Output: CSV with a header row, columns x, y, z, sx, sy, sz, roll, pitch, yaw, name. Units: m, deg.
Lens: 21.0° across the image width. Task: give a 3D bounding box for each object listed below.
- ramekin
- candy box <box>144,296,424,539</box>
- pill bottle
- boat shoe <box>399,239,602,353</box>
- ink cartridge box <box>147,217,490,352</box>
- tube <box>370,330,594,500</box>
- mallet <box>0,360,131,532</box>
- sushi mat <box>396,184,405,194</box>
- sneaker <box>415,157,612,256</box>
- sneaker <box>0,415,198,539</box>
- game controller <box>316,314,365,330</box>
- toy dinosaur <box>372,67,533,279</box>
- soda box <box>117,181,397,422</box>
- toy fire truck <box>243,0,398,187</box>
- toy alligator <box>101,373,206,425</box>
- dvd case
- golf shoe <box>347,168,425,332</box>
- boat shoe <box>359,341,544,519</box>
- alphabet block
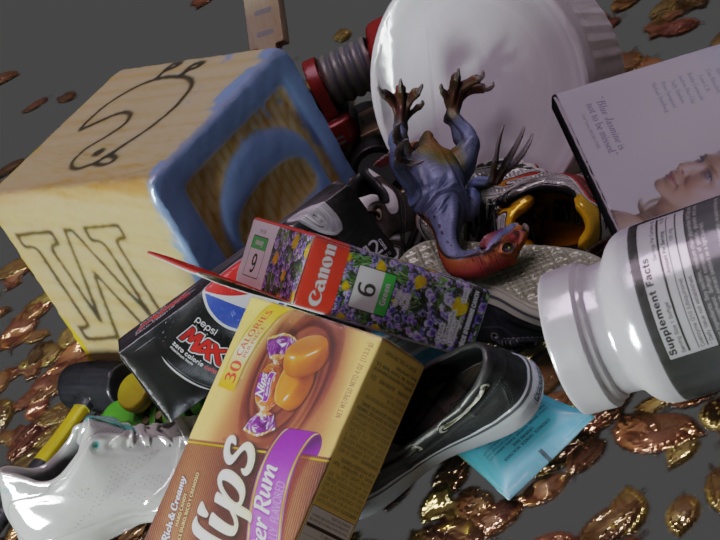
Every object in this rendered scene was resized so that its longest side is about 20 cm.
x,y,z,sx,sy,sz,roll,pitch,yaw,name
0.113,-0.147,1.508,0.202,0.203,0.094,-6,8,39,ramekin
-0.054,0.127,1.223,0.116,0.056,0.201,17,78,39,candy box
0.218,0.015,1.199,0.199,0.116,0.116,-20,28,20,pill bottle
0.114,0.024,1.350,0.200,0.062,0.075,9,40,38,boat shoe
-0.028,0.001,1.270,0.109,0.199,0.051,18,90,65,ink cartridge box
0.068,0.089,1.301,0.077,0.050,0.200,-46,34,-11,tube
-0.253,0.145,1.530,0.066,0.041,0.200,3,45,45,mallet
0.082,-0.108,1.663,0.199,0.012,0.096,-25,28,10,sushi mat
0.115,-0.043,1.414,0.200,0.078,0.082,-3,6,44,sneaker
-0.163,0.133,1.395,0.199,0.089,0.075,-25,24,-6,sneaker
-0.067,0.114,1.342,0.104,0.042,0.200,-25,31,57,game controller
0.070,-0.058,1.399,0.105,0.200,0.182,-3,62,-4,toy dinosaur
-0.074,0.020,1.375,0.200,0.063,0.071,-37,9,-3,soda box
-0.017,-0.176,1.640,0.176,0.200,0.129,-25,28,10,toy fire truck
-0.114,0.090,1.449,0.200,0.059,0.054,-27,55,25,toy alligator
0.249,-0.095,1.350,0.199,0.018,0.143,-17,56,-5,dvd case
0.000,0.000,1.459,0.078,0.095,0.200,-25,26,23,golf shoe
0.025,0.100,1.257,0.200,0.057,0.069,-31,46,28,boat shoe
-0.136,-0.042,1.562,0.200,0.197,0.195,-3,35,42,alphabet block
